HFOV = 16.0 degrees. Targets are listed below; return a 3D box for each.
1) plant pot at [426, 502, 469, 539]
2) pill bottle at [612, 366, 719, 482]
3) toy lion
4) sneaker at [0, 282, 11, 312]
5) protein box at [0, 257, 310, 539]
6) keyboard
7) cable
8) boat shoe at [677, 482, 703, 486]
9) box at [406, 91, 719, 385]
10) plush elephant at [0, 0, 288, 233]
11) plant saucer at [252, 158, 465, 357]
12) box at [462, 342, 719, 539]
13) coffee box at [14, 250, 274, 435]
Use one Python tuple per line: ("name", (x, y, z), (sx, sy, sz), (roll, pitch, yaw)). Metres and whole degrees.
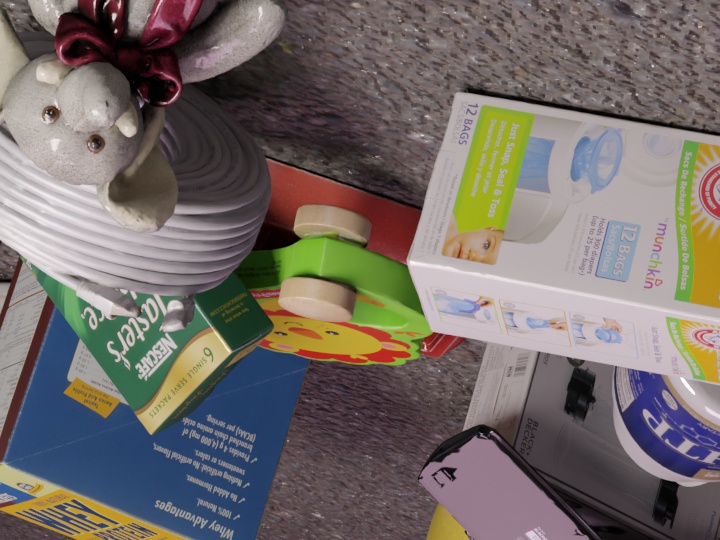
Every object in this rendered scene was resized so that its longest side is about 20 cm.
("plant pot", (0.141, 0.188, 1.928), (0.199, 0.200, 0.142), (11, 135, 17))
("pill bottle", (0.221, 0.065, 1.580), (0.119, 0.120, 0.200), (17, 161, -1))
("toy lion", (-0.025, 0.022, 1.656), (0.200, 0.069, 0.191), (-4, 159, 45))
("sneaker", (-0.249, 0.041, 2.001), (0.199, 0.072, 0.072), (2, -169, 21))
("protein box", (-0.161, 0.090, 1.837), (0.198, 0.200, 0.135), (24, 160, -21))
("keyboard", (0.120, 0.181, 1.720), (0.104, 0.040, 0.200), (-32, 107, 37))
("cable", (-0.148, -0.062, 1.449), (0.200, 0.069, 0.200), (29, -154, 5))
("boat shoe", (0.284, 0.093, 1.702), (0.064, 0.071, 0.200), (-10, 172, -39))
("box", (0.141, -0.015, 1.430), (0.199, 0.113, 0.101), (11, 159, 14))
("plush elephant", (-0.130, -0.114, 1.312), (0.164, 0.155, 0.200), (22, 160, -15))
("plant saucer", (0.000, 0.000, 1.708), (0.199, 0.037, 0.200), (18, 160, -6))
("box", (0.170, 0.119, 1.776), (0.200, 0.117, 0.060), (27, 158, -30))
("coffee box", (-0.149, -0.008, 1.585), (0.200, 0.044, 0.123), (54, 138, 5))
